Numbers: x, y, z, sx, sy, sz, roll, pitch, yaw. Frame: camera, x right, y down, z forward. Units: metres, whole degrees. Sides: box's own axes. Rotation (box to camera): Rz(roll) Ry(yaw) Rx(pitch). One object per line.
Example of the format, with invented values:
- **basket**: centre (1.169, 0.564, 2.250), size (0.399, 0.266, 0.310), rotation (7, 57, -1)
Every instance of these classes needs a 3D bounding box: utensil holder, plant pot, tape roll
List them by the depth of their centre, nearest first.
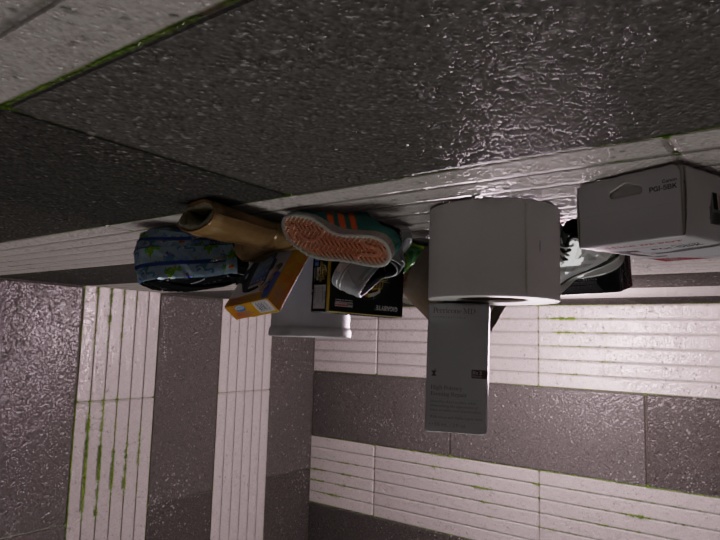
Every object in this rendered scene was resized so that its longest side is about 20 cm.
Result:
- **tape roll**: centre (0.203, -0.022, 0.939), size (0.200, 0.141, 0.203), rotation (2, 173, 0)
- **plant pot**: centre (0.181, 0.038, 1.148), size (0.172, 0.202, 0.200), rotation (30, -178, 18)
- **utensil holder**: centre (-0.100, 0.036, 1.254), size (0.167, 0.203, 0.170), rotation (2, 174, 0)

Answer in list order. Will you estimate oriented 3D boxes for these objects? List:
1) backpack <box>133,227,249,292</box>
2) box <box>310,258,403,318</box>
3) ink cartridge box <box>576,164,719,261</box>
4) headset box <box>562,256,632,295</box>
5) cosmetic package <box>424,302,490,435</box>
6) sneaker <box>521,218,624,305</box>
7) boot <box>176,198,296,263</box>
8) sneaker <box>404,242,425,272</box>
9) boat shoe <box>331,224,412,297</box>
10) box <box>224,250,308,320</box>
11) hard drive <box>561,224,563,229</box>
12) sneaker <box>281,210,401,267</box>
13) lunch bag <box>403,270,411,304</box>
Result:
- **backpack**: centre (-0.342, -0.018, 1.197), size (0.199, 0.156, 0.162), rotation (-21, -168, -40)
- **box**: centre (0.000, 0.000, 1.093), size (0.049, 0.162, 0.199), rotation (-5, 170, 42)
- **ink cartridge box**: centre (0.393, -0.064, 0.772), size (0.198, 0.084, 0.146), rotation (5, 173, -32)
- **headset box**: centre (0.492, 0.008, 1.308), size (0.147, 0.076, 0.199), rotation (-5, 180, 30)
- **cosmetic package**: centre (0.157, 0.154, 0.981), size (0.100, 0.203, 0.074), rotation (0, 174, 13)
- **sneaker**: centre (0.325, -0.025, 1.015), size (0.199, 0.076, 0.116), rotation (-26, 127, 17)
- **boot**: centre (-0.218, -0.067, 1.027), size (0.174, 0.067, 0.199), rotation (-15, 164, 38)
- **sneaker**: centre (0.068, -0.019, 1.247), size (0.198, 0.085, 0.074), rotation (7, 171, -43)
- **boat shoe**: centre (0.037, -0.015, 1.028), size (0.068, 0.073, 0.199), rotation (34, -143, 22)
- **box**: centre (-0.156, -0.005, 1.113), size (0.118, 0.201, 0.042), rotation (-13, 131, 39)
- **hard drive**: centre (0.310, -0.031, 1.134), size (0.131, 0.027, 0.199), rotation (35, 154, -34)
- **sneaker**: centre (-0.028, -0.058, 0.980), size (0.198, 0.072, 0.080), rotation (16, -150, 19)
- **lunch bag**: centre (0.202, 0.036, 1.546), size (0.198, 0.119, 0.163), rotation (1, 176, -38)
